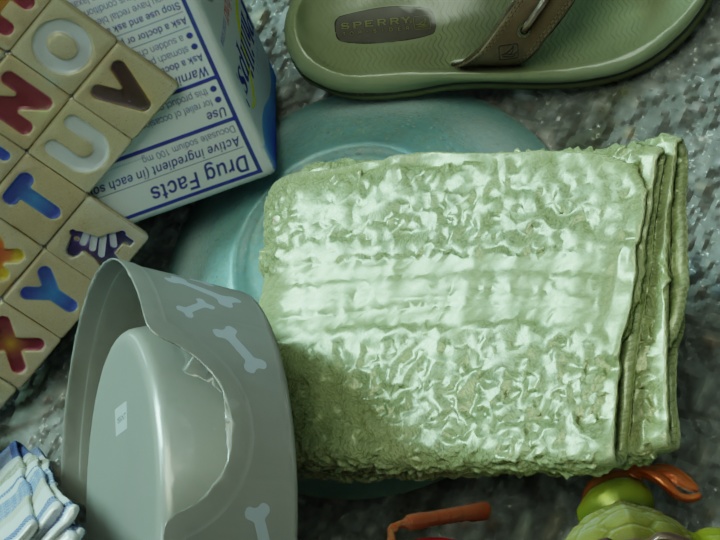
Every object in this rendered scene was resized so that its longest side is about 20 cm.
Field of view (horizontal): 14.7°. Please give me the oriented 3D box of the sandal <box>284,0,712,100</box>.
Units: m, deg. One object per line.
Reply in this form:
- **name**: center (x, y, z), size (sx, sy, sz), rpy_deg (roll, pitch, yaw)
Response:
- **sandal**: center (0.065, -0.121, 1.242), size (0.201, 0.057, 0.080), rpy_deg (-12, 62, -2)

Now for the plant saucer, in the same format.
- **plant saucer**: center (0.000, 0.000, 1.228), size (0.201, 0.039, 0.201), rpy_deg (-8, 64, 16)

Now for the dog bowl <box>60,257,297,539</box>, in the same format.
- **dog bowl**: center (-0.075, 0.095, 1.130), size (0.059, 0.200, 0.200), rpy_deg (2, 62, -18)

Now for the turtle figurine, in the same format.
- **turtle figurine**: center (0.116, 0.129, 1.073), size (0.200, 0.064, 0.161), rpy_deg (-1, 43, -8)

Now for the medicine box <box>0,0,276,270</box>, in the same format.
- **medicine box**: center (-0.155, -0.114, 1.229), size (0.182, 0.200, 0.103), rpy_deg (-19, 28, 9)

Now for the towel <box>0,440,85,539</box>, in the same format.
- **towel**: center (-0.178, 0.135, 1.157), size (0.147, 0.200, 0.024), rpy_deg (-43, 101, -5)

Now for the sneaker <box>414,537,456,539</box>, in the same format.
- **sneaker**: center (0.012, 0.184, 1.130), size (0.200, 0.078, 0.116), rpy_deg (-23, 52, -7)

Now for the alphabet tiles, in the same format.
- **alphabet tiles**: center (-0.178, -0.038, 1.209), size (0.200, 0.167, 0.008), rpy_deg (-48, 19, 22)

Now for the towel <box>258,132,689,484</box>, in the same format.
- **towel**: center (0.041, 0.019, 1.147), size (0.200, 0.036, 0.149), rpy_deg (-4, 66, 28)
